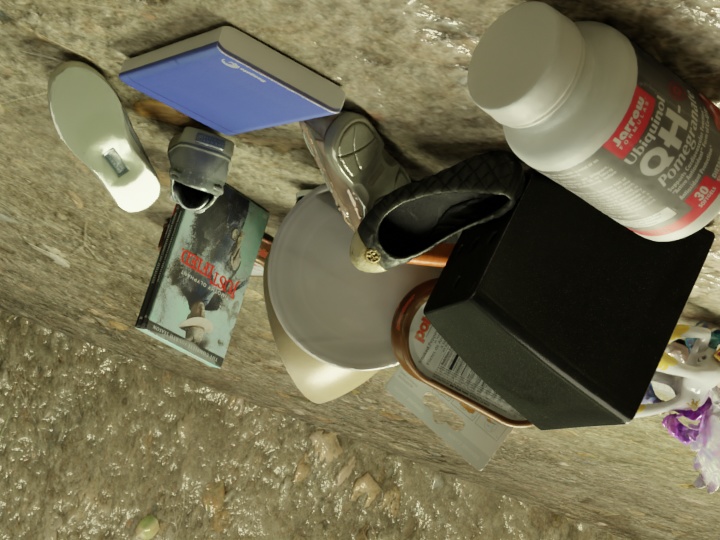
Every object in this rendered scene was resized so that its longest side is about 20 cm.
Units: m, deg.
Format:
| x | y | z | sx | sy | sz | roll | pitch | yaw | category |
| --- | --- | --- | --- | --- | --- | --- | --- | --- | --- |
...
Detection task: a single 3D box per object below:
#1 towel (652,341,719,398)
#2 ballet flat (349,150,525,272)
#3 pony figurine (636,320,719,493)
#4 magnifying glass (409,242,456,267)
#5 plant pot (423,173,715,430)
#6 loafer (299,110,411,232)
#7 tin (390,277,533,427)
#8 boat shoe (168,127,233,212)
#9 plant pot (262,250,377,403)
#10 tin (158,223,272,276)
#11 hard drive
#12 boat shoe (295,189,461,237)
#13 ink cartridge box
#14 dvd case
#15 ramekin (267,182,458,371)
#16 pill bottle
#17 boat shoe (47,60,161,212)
| x | y | z | sx | sy | sz | roll | pitch | yaw | category |
| --- | --- | --- | --- | --- | --- | --- | --- | --- | --- |
| 0.385 | 0.124 | 1.896 | 0.200 | 0.032 | 0.191 | 21 | 166 | -19 | towel |
| 0.063 | -0.050 | 1.376 | 0.200 | 0.057 | 0.066 | -30 | 113 | 32 | ballet flat |
| 0.377 | 0.136 | 1.692 | 0.200 | 0.167 | 0.193 | 7 | 137 | -19 | pony figurine |
| 0.119 | -0.012 | 1.507 | 0.200 | 0.080 | 0.022 | 5 | 149 | -30 | magnifying glass |
| 0.180 | 0.018 | 1.416 | 0.177 | 0.200 | 0.199 | 32 | 164 | -12 | plant pot |
| -0.001 | -0.088 | 1.438 | 0.063 | 0.072 | 0.200 | 30 | 160 | 35 | loafer |
| 0.125 | 0.084 | 1.520 | 0.200 | 0.112 | 0.042 | 28 | 176 | -17 | tin |
| -0.175 | -0.100 | 1.573 | 0.070 | 0.072 | 0.201 | 20 | 173 | -7 | boat shoe |
| -0.015 | 0.049 | 1.829 | 0.134 | 0.201 | 0.200 | -17 | 155 | 17 | plant pot |
| -0.188 | -0.027 | 1.998 | 0.112 | 0.042 | 0.200 | 21 | 168 | -38 | tin |
| -0.121 | -0.169 | 1.369 | 0.132 | 0.025 | 0.200 | 26 | 165 | -30 | hard drive |
| 0.017 | -0.038 | 1.648 | 0.200 | 0.060 | 0.076 | 15 | 167 | 12 | boat shoe |
| 0.146 | 0.098 | 1.625 | 0.162 | 0.200 | 0.050 | 39 | -176 | 34 | ink cartridge box |
| -0.181 | -0.002 | 1.748 | 0.022 | 0.200 | 0.146 | 8 | 163 | 36 | dvd case |
| 0.000 | 0.000 | 1.555 | 0.202 | 0.203 | 0.094 | 20 | 179 | -9 | ramekin |
| 0.170 | -0.106 | 1.054 | 0.200 | 0.111 | 0.111 | 27 | 164 | -37 | pill bottle |
| -0.271 | -0.145 | 1.545 | 0.072 | 0.070 | 0.201 | 54 | 173 | 44 | boat shoe |
